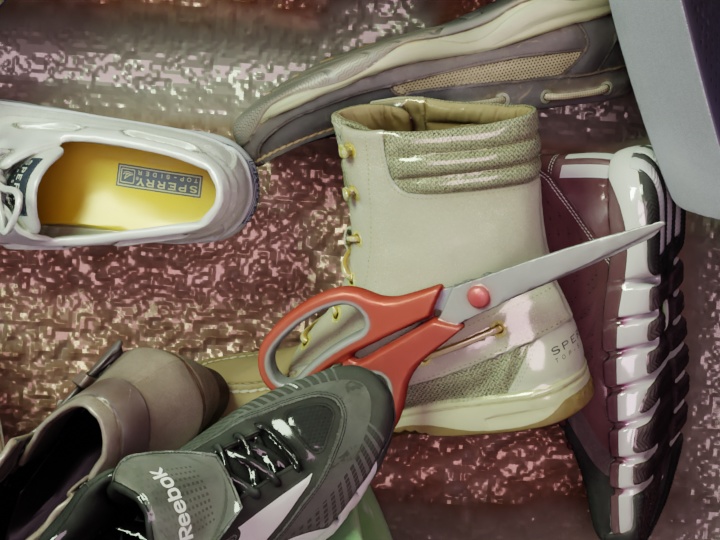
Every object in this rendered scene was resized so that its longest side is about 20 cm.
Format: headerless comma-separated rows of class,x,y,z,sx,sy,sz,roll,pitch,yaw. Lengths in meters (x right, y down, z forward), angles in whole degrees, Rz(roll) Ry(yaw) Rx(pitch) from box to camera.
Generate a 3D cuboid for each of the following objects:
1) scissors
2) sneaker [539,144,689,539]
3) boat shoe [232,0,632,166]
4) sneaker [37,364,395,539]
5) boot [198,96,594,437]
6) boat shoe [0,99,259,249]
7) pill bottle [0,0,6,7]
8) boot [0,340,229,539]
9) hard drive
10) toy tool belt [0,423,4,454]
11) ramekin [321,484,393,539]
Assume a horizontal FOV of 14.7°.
scissors,0.039,0.010,1.238,0.200,0.014,0.073,-37,93,27
sneaker,0.095,0.033,1.346,0.115,0.076,0.201,7,107,22
boat shoe,0.039,-0.080,1.324,0.199,0.075,0.074,-19,96,0
sneaker,-0.067,0.101,1.172,0.200,0.091,0.067,-33,74,-11
boot,0.000,0.000,1.292,0.199,0.072,0.155,-5,110,20
boat shoe,-0.152,-0.039,1.290,0.201,0.086,0.075,7,95,10
pill bottle,-0.214,-0.148,1.282,0.111,0.111,0.200,40,87,-5
boot,-0.138,0.110,1.259,0.070,0.146,0.200,41,109,13
hard drive,0.154,-0.134,1.295,0.042,0.135,0.201,-7,110,26
toy tool belt,-0.225,0.022,1.253,0.124,0.123,0.201,-8,64,-28
ramekin,-0.019,0.198,1.276,0.097,0.200,0.201,-17,94,4
